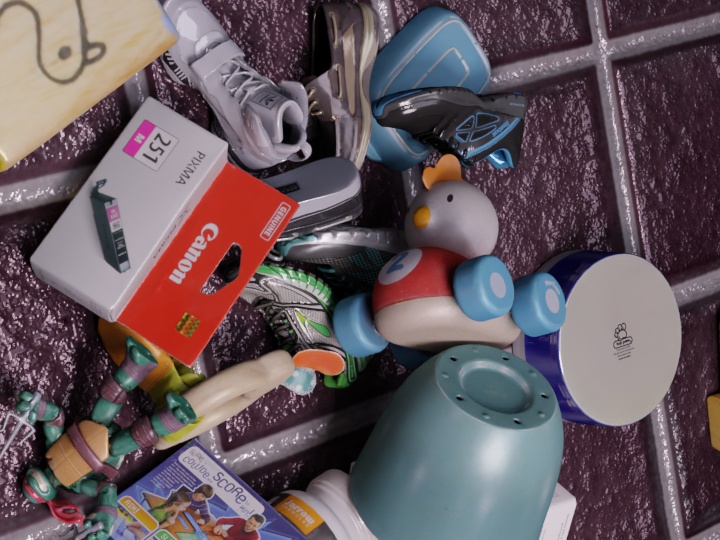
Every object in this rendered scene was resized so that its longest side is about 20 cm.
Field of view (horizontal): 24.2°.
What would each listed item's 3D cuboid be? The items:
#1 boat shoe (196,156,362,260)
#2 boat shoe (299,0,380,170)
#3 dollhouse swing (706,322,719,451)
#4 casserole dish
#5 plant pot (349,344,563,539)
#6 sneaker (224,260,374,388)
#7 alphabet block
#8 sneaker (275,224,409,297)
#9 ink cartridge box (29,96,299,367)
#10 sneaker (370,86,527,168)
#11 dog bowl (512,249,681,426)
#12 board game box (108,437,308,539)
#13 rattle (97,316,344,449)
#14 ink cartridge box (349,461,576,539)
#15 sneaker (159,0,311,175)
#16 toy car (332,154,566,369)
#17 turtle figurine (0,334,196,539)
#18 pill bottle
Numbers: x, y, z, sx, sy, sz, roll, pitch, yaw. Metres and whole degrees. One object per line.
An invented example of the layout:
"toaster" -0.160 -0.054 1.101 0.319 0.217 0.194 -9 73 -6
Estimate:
"boat shoe" -0.093 -0.051 1.639 0.199 0.074 0.068 -21 136 -11
"boat shoe" -0.032 -0.179 1.705 0.073 0.074 0.201 10 78 -24
"dollhouse swing" 0.553 0.142 2.084 0.199 0.182 0.177 -10 118 -35
"casserole dish" 0.070 -0.195 1.791 0.200 0.039 0.121 -48 117 -24
"plant pot" 0.107 0.171 1.634 0.200 0.201 0.161 -7 131 -36
"sneaker" -0.060 0.053 1.680 0.200 0.078 0.085 36 72 -32
"alphabet block" -0.312 -0.214 1.415 0.200 0.196 0.196 -43 113 -27
"sneaker" 0.000 0.000 1.727 0.199 0.077 0.092 4 93 -35
"ink cartridge box" -0.178 -0.037 1.556 0.173 0.044 0.200 30 70 8
"sneaker" 0.098 -0.148 1.744 0.199 0.073 0.082 0 91 -36
"dog bowl" 0.273 0.077 1.923 0.199 0.079 0.201 -2 93 -36
"board game box" -0.138 0.261 1.568 0.135 0.200 0.035 -35 148 -30
"rattle" -0.134 0.080 1.626 0.199 0.143 0.130 -29 153 -23
"ink cartridge box" 0.100 0.253 1.753 0.199 0.145 0.084 -9 123 -35
"sneaker" -0.116 -0.183 1.607 0.075 0.115 0.201 -40 113 -29
"toy car" 0.081 -0.023 1.666 0.177 0.184 0.201 16 63 -49
"turtle figurine" -0.252 0.161 1.522 0.200 0.101 0.150 -41 93 3
"pill bottle" -0.078 0.288 1.651 0.200 0.116 0.117 -34 111 -30
